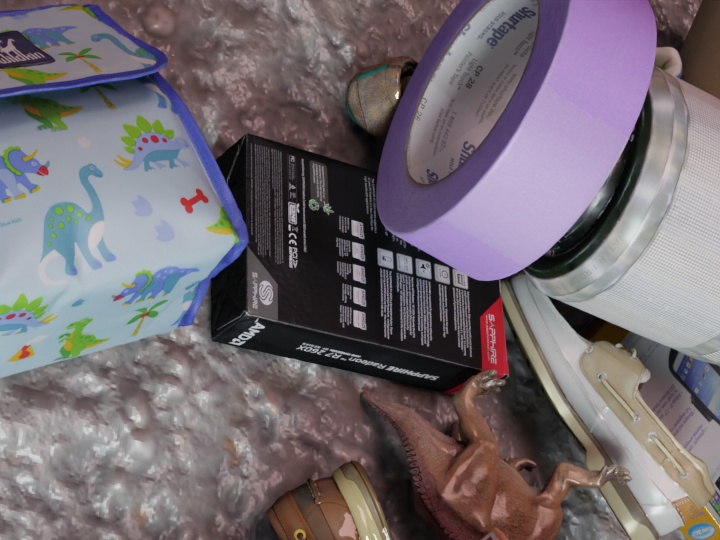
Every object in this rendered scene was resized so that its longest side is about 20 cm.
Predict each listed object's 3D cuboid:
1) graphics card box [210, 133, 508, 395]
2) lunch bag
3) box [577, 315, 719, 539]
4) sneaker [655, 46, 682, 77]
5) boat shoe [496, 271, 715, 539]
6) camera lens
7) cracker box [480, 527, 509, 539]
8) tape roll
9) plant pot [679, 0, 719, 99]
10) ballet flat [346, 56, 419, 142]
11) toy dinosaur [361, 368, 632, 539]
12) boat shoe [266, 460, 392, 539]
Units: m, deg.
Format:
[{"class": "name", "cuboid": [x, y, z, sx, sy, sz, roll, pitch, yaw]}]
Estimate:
[{"class": "graphics card box", "cuboid": [0.000, 0.000, 1.057, 0.198, 0.051, 0.127, 14, 61, -33]}, {"class": "lunch bag", "cuboid": [-0.182, -0.058, 0.908, 0.169, 0.128, 0.201, -13, 65, -37]}, {"class": "box", "cuboid": [0.236, 0.105, 1.194, 0.119, 0.041, 0.201, -40, 98, -41]}, {"class": "sneaker", "cuboid": [0.150, -0.155, 1.222, 0.198, 0.077, 0.077, 2, 70, -34]}, {"class": "boat shoe", "cuboid": [0.160, 0.081, 1.102, 0.068, 0.075, 0.201, -30, 80, 3]}, {"class": "camera lens", "cuboid": [0.211, -0.033, 1.090, 0.198, 0.160, 0.161, 22, 58, -23]}, {"class": "cracker box", "cuboid": [0.042, 0.256, 0.895, 0.200, 0.058, 0.134, -40, 95, -2]}, {"class": "tape roll", "cuboid": [0.090, -0.098, 1.007, 0.065, 0.200, 0.202, 28, 55, -21]}, {"class": "plant pot", "cuboid": [0.302, -0.109, 1.265, 0.187, 0.187, 0.201, 43, 66, -13]}, {"class": "ballet flat", "cuboid": [0.083, -0.088, 1.147, 0.199, 0.067, 0.069, 24, 55, -27]}, {"class": "toy dinosaur", "cuboid": [0.076, 0.153, 1.028, 0.199, 0.086, 0.136, 39, 58, -9]}, {"class": "boat shoe", "cuboid": [0.001, 0.215, 0.958, 0.067, 0.072, 0.202, -18, 89, -7]}]
